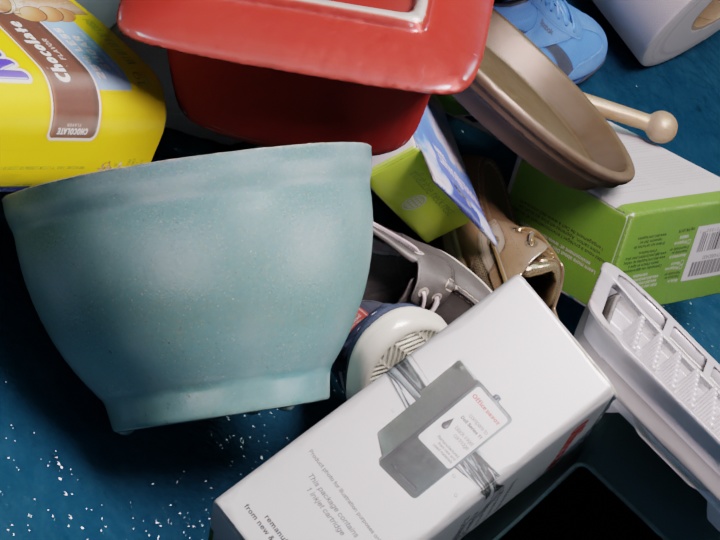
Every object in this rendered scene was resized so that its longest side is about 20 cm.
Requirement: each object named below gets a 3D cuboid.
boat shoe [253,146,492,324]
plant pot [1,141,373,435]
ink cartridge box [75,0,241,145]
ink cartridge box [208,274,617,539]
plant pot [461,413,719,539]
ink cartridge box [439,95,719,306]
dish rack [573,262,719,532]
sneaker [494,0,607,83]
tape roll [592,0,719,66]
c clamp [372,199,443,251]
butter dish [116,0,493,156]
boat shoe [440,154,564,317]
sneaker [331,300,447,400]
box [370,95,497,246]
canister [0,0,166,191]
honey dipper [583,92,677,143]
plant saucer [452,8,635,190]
[{"bbox_3d":[0.000,0.000,1.578,0.200,0.067,0.057,35,22,-4],"label":"boat shoe"},{"bbox_3d":[-0.083,0.014,1.404,0.200,0.200,0.135,-7,88,-48],"label":"plant pot"},{"bbox_3d":[-0.127,-0.192,1.623,0.147,0.086,0.201,13,46,-38],"label":"ink cartridge box"},{"bbox_3d":[0.024,0.104,1.360,0.200,0.147,0.083,-36,80,-13],"label":"ink cartridge box"},{"bbox_3d":[0.153,0.153,1.534,0.141,0.141,0.200,43,28,-5],"label":"plant pot"},{"bbox_3d":[0.140,-0.053,1.778,0.200,0.076,0.147,31,25,35],"label":"ink cartridge box"},{"bbox_3d":[0.178,0.078,1.446,0.172,0.044,0.200,46,11,0],"label":"dish rack"},{"bbox_3d":[0.120,-0.181,1.863,0.200,0.079,0.066,4,45,-45],"label":"sneaker"},{"bbox_3d":[0.250,-0.269,1.976,0.139,0.203,0.202,53,36,11],"label":"tape roll"},{"bbox_3d":[0.008,-0.062,1.674,0.171,0.027,0.201,24,42,-49],"label":"c clamp"},{"bbox_3d":[-0.028,-0.126,1.493,0.199,0.148,0.200,9,40,3],"label":"butter dish"},{"bbox_3d":[0.099,0.007,1.660,0.071,0.064,0.201,35,37,-50],"label":"boat shoe"},{"bbox_3d":[0.010,0.047,1.491,0.085,0.075,0.200,50,-6,19],"label":"sneaker"},{"bbox_3d":[0.016,-0.109,1.626,0.122,0.048,0.201,41,26,-61],"label":"box"},{"bbox_3d":[-0.220,-0.101,1.419,0.200,0.087,0.148,-3,36,-49],"label":"canister"},{"bbox_3d":[0.122,-0.125,1.794,0.199,0.038,0.038,17,41,-6],"label":"honey dipper"},{"bbox_3d":[0.093,-0.119,1.667,0.200,0.029,0.200,39,18,-15],"label":"plant saucer"}]
